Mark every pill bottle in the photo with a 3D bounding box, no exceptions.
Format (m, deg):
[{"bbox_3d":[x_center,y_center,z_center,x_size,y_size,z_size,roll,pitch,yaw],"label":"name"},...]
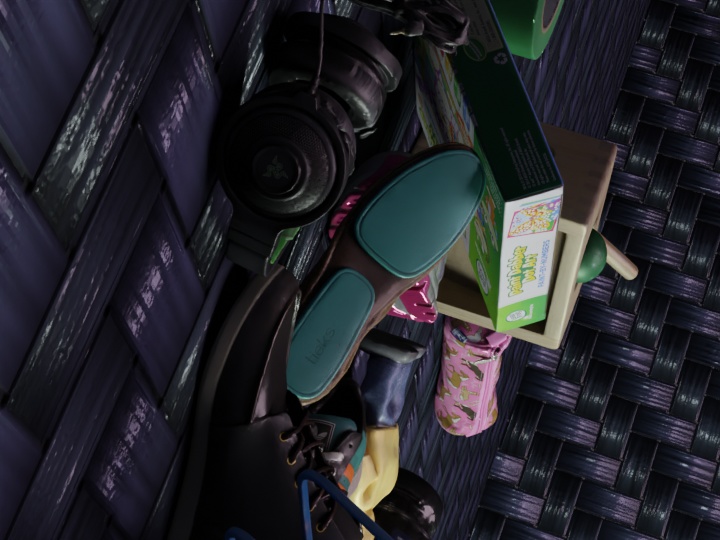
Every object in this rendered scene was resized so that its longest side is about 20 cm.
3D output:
[{"bbox_3d":[0.001,0.270,1.293,0.113,0.111,0.201,95,17,-48],"label":"pill bottle"}]

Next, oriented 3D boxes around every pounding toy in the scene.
[{"bbox_3d":[0.144,-0.039,1.293,0.185,0.198,0.143,95,17,-49],"label":"pounding toy"}]

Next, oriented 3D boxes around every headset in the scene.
[{"bbox_3d":[-0.012,-0.074,0.752,0.201,0.093,0.124,112,3,-52],"label":"headset"}]

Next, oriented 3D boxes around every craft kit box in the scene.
[{"bbox_3d":[0.084,-0.088,1.051,0.198,0.048,0.202,77,-5,-63],"label":"craft kit box"}]

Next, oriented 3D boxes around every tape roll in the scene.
[{"bbox_3d":[0.171,-0.302,1.420,0.200,0.048,0.203,18,90,-80],"label":"tape roll"}]

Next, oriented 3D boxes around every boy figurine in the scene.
[{"bbox_3d":[0.001,0.150,1.235,0.124,0.064,0.202,-17,125,-77],"label":"boy figurine"}]

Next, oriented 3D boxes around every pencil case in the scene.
[{"bbox_3d":[0.131,0.111,1.764,0.201,0.082,0.087,94,17,-52],"label":"pencil case"}]

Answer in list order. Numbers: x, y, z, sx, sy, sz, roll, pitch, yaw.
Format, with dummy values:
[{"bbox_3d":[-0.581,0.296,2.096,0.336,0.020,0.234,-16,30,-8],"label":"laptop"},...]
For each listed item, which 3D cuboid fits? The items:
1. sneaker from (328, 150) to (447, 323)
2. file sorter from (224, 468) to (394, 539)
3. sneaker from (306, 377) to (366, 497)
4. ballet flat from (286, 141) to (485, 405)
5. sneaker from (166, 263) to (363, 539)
[{"bbox_3d":[0.027,-0.040,1.062,0.200,0.080,0.089,89,15,-67],"label":"sneaker"},{"bbox_3d":[-0.054,0.214,0.708,0.199,0.138,0.123,-36,147,-25],"label":"file sorter"},{"bbox_3d":[-0.041,0.141,1.022,0.200,0.070,0.081,-62,161,-62],"label":"sneaker"},{"bbox_3d":[0.000,0.000,0.943,0.201,0.068,0.072,-54,-162,-13],"label":"ballet flat"},{"bbox_3d":[-0.038,0.100,0.856,0.075,0.105,0.202,-41,147,-69],"label":"sneaker"}]
